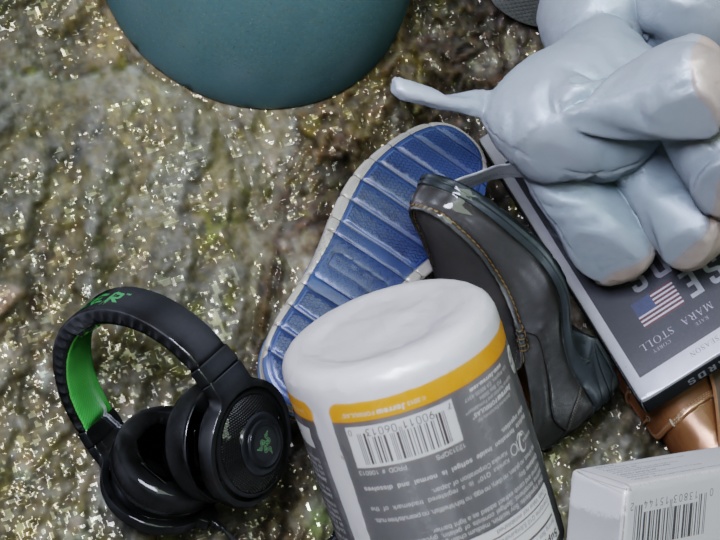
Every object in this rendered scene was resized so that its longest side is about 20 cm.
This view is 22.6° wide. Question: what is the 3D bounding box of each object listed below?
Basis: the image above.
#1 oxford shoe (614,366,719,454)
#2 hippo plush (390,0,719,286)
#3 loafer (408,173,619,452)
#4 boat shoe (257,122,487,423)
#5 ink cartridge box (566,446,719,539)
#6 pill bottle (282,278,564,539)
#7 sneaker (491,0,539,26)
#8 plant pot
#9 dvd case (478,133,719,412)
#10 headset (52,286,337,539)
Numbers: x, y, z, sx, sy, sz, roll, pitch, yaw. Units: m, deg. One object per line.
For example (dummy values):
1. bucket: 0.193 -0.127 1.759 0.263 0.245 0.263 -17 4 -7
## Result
1. oxford shoe: 0.188 0.079 1.064 0.071 0.071 0.202 -11 74 13
2. hippo plush: 0.145 -0.099 1.016 0.198 0.160 0.162 -1 44 20
3. loafer: 0.077 0.030 0.992 0.072 0.073 0.200 -49 126 -16
4. boat shoe: 0.000 0.000 1.026 0.072 0.072 0.200 38 67 1
5. ink cartridge box: 0.189 0.187 0.972 0.199 0.045 0.178 -3 99 -39
6. pill bottle: 0.040 0.116 0.934 0.116 0.116 0.202 -26 111 -22
7. sneaker: 0.178 -0.177 1.142 0.199 0.071 0.081 25 56 -7
8. plant pot: -0.049 -0.215 1.059 0.198 0.135 0.202 5 69 -13
9. dvd case: 0.178 -0.039 1.052 0.150 0.025 0.201 -33 62 6
10. headset: -0.078 0.092 0.956 0.094 0.123 0.201 -40 99 -43
